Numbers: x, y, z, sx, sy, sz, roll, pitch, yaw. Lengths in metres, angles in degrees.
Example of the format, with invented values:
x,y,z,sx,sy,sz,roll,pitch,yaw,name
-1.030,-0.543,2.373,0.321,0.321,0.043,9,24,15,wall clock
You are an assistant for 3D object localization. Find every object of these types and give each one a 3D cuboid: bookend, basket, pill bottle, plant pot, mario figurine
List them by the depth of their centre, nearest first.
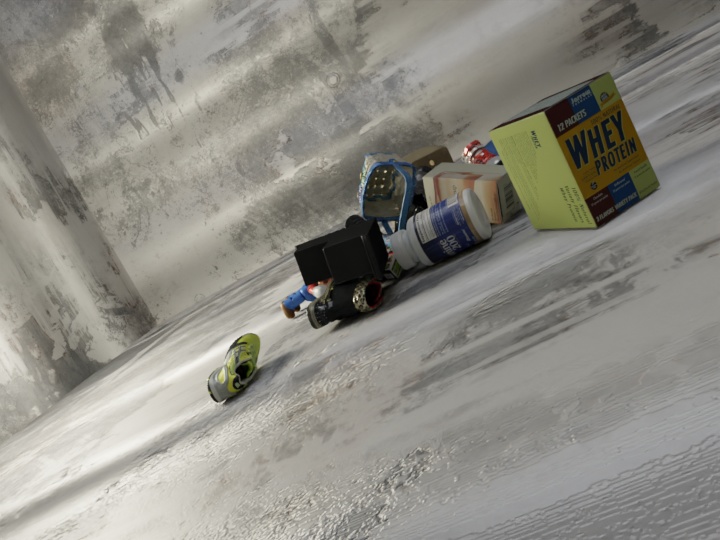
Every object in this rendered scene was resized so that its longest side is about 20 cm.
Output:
x,y,z,sx,sy,sz,roll,pitch,yaw,name
-0.050,-0.020,1.361,0.195,0.094,0.200,-19,11,9,bookend
0.165,-0.079,1.376,0.197,0.112,0.111,-26,9,23,pill bottle
0.070,-0.182,1.590,0.136,0.179,0.201,-6,35,-24,basket
-0.109,0.059,1.704,0.199,0.105,0.125,-37,42,22,mario figurine
0.178,-0.242,1.860,0.198,0.203,0.177,-28,4,-23,plant pot

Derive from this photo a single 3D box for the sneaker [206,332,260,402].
x,y,z,sx,sy,sz,roll,pitch,yaw,name
-0.236,0.194,1.338,0.075,0.076,0.201,-18,23,21,sneaker

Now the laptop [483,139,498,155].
x,y,z,sx,sy,sz,roll,pitch,yaw,name
0.457,-0.339,1.853,0.198,0.117,0.187,-24,11,34,laptop

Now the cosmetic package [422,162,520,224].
x,y,z,sx,sy,sz,roll,pitch,yaw,name
0.246,-0.174,1.465,0.197,0.105,0.087,10,36,44,cosmetic package

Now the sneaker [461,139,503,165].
x,y,z,sx,sy,sz,roll,pitch,yaw,name
0.297,-0.270,1.613,0.067,0.109,0.201,-33,-4,1,sneaker

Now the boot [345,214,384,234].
x,y,z,sx,sy,sz,roll,pitch,yaw,name
0.028,-0.089,1.712,0.065,0.165,0.200,-40,9,12,boot

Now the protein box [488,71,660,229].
x,y,z,sx,sy,sz,roll,pitch,yaw,name
0.349,-0.190,1.102,0.133,0.201,0.200,-30,9,-10,protein box

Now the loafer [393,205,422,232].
x,y,z,sx,sy,sz,roll,pitch,yaw,name
0.122,-0.139,1.788,0.068,0.070,0.202,-40,-15,-36,loafer

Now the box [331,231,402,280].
x,y,z,sx,sy,sz,roll,pitch,yaw,name
0.022,-0.027,1.519,0.197,0.035,0.112,-7,49,44,box

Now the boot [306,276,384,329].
x,y,z,sx,sy,sz,roll,pitch,yaw,name
-0.008,0.049,1.387,0.152,0.075,0.203,-19,13,32,boot

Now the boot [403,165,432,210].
x,y,z,sx,sy,sz,roll,pitch,yaw,name
0.213,-0.186,1.688,0.133,0.196,0.071,-65,-11,-47,boot
